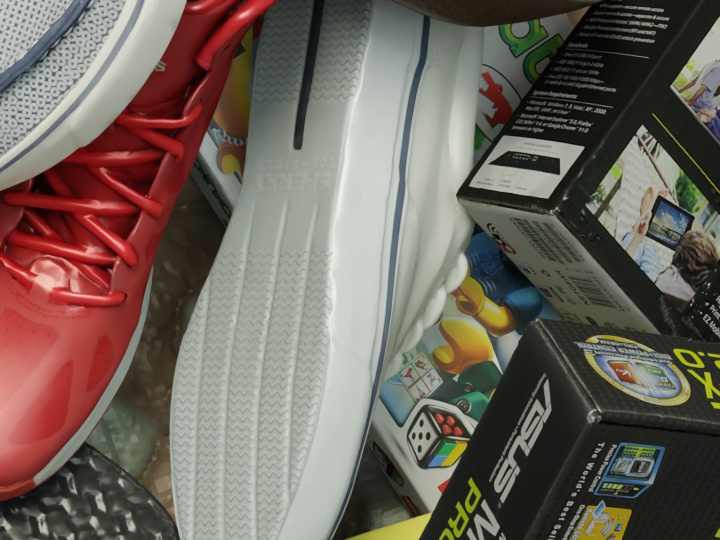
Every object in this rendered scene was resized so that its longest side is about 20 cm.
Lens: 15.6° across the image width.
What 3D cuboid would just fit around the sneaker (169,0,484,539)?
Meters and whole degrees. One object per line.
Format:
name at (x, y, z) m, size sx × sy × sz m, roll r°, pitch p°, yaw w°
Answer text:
sneaker at (0.000, 0.000, 0.775) m, size 0.071 × 0.073 × 0.201 m, roll 16°, pitch 87°, yaw -42°

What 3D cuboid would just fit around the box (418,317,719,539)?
box at (0.084, 0.113, 0.770) m, size 0.160 × 0.044 × 0.200 m, roll 9°, pitch 121°, yaw -29°

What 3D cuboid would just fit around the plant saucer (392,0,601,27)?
plant saucer at (-0.013, -0.133, 0.739) m, size 0.200 × 0.200 × 0.035 m, roll 37°, pitch 110°, yaw -10°

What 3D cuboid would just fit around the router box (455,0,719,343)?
router box at (0.139, -0.014, 0.816) m, size 0.200 × 0.051 × 0.149 m, roll 47°, pitch 71°, yaw -31°

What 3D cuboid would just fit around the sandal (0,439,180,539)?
sandal at (-0.140, 0.045, 0.785) m, size 0.200 × 0.045 × 0.075 m, roll 41°, pitch 67°, yaw 4°

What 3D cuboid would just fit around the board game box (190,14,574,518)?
board game box at (0.021, -0.032, 0.838) m, size 0.126 × 0.035 × 0.200 m, roll -34°, pitch 96°, yaw -13°

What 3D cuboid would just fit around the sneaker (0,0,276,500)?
sneaker at (-0.078, -0.037, 0.732) m, size 0.078 × 0.116 × 0.200 m, roll 18°, pitch 77°, yaw -6°

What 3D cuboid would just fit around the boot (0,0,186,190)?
boot at (-0.137, -0.047, 0.685) m, size 0.200 × 0.090 × 0.073 m, roll -36°, pitch 68°, yaw 28°

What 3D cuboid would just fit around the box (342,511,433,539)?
box at (0.008, 0.121, 0.806) m, size 0.200 × 0.050 × 0.075 m, roll -17°, pitch 134°, yaw -14°
